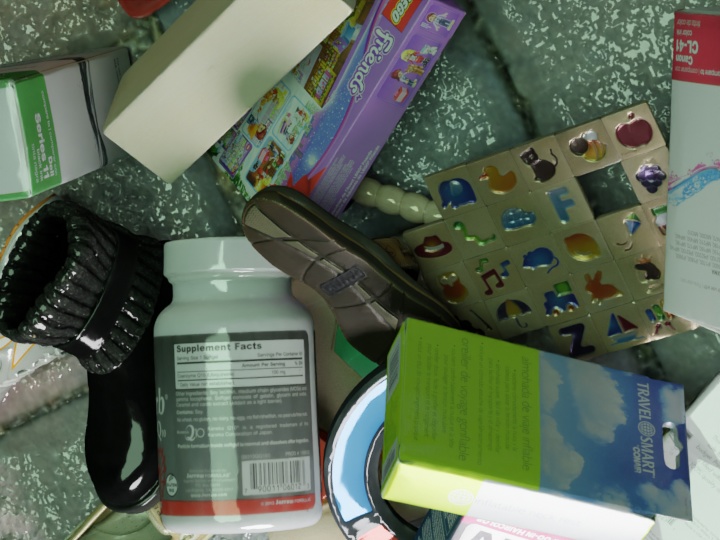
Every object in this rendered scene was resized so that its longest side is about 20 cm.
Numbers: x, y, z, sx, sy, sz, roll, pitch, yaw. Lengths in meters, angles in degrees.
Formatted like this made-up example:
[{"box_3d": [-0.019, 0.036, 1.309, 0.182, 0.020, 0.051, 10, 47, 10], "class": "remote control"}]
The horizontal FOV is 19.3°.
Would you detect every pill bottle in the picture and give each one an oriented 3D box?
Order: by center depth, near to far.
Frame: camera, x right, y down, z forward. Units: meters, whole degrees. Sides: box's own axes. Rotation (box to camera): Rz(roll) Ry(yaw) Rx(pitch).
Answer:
[{"box_3d": [-0.087, 0.080, 1.484, 0.115, 0.116, 0.202, -4, 87, 18], "class": "pill bottle"}]

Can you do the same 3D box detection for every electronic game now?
[{"box_3d": [0.072, 0.138, 1.482, 0.198, 0.042, 0.202, -1, 116, -2], "class": "electronic game"}]

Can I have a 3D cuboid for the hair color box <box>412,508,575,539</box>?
[{"box_3d": [0.086, 0.211, 1.470, 0.099, 0.061, 0.201, 17, 122, -15], "class": "hair color box"}]

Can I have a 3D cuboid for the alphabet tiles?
[{"box_3d": [0.135, -0.012, 1.429, 0.199, 0.008, 0.168, -18, 114, 25], "class": "alphabet tiles"}]

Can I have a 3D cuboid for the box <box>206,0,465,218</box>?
[{"box_3d": [-0.025, -0.133, 1.469, 0.201, 0.039, 0.137, -57, 46, 18], "class": "box"}]

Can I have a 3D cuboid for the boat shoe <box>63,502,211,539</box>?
[{"box_3d": [-0.165, 0.189, 1.583, 0.200, 0.063, 0.074, -36, 81, 24], "class": "boat shoe"}]

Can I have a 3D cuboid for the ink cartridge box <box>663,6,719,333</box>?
[{"box_3d": [0.276, -0.067, 1.359, 0.146, 0.086, 0.202, -3, 102, -24], "class": "ink cartridge box"}]

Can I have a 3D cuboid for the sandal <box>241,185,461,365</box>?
[{"box_3d": [0.000, 0.000, 1.446, 0.200, 0.055, 0.081, 39, 137, -24], "class": "sandal"}]

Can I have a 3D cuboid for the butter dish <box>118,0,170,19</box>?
[{"box_3d": [-0.197, -0.272, 1.451, 0.199, 0.147, 0.201, -24, 92, 55], "class": "butter dish"}]

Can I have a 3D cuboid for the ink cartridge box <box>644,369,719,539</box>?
[{"box_3d": [0.264, 0.133, 1.440, 0.116, 0.067, 0.200, 42, 109, 8], "class": "ink cartridge box"}]

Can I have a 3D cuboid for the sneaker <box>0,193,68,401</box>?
[{"box_3d": [-0.245, 0.049, 1.589, 0.092, 0.076, 0.201, 31, 108, 6], "class": "sneaker"}]

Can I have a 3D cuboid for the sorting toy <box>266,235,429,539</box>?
[{"box_3d": [-0.014, 0.096, 1.540, 0.184, 0.036, 0.202, -20, 93, 20], "class": "sorting toy"}]

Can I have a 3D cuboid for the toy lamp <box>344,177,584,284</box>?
[{"box_3d": [0.067, -0.035, 1.481, 0.198, 0.058, 0.059, 17, 104, 14], "class": "toy lamp"}]

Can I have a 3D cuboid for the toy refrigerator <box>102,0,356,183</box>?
[{"box_3d": [-0.085, -0.153, 1.445, 0.070, 0.076, 0.200, 37, 123, -19], "class": "toy refrigerator"}]

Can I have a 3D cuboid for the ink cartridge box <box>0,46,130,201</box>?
[{"box_3d": [-0.258, -0.100, 1.501, 0.145, 0.200, 0.084, -6, 100, 19], "class": "ink cartridge box"}]

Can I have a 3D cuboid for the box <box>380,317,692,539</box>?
[{"box_3d": [0.115, 0.109, 1.388, 0.198, 0.123, 0.048, 14, 136, -10], "class": "box"}]

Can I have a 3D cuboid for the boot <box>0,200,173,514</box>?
[{"box_3d": [-0.191, 0.064, 1.506, 0.079, 0.157, 0.213, 4, 84, 33], "class": "boot"}]
